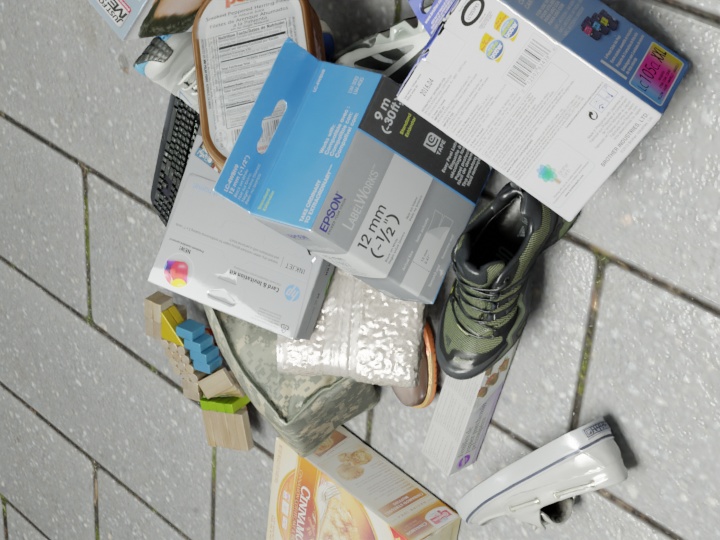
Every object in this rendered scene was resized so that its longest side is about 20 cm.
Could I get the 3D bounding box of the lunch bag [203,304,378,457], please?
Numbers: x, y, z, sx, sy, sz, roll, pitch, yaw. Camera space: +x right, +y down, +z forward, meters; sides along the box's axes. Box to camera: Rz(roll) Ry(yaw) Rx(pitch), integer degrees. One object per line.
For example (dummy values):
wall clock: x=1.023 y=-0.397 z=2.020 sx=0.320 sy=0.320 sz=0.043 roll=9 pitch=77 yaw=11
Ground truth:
lunch bag: x=-0.080 y=0.062 z=1.442 sx=0.200 sy=0.118 sz=0.164 roll=51 pitch=172 yaw=17

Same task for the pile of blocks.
pile of blocks: x=-0.163 y=0.103 z=1.653 sx=0.082 sy=0.062 sz=0.200 roll=-25 pitch=97 yaw=40

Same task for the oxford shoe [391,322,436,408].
oxford shoe: x=0.010 y=0.043 z=1.401 sx=0.071 sy=0.073 sz=0.200 roll=-18 pitch=95 yaw=51

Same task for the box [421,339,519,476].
box: x=0.102 y=0.101 z=1.351 sx=0.041 sy=0.039 sz=0.200 roll=41 pitch=135 yaw=30

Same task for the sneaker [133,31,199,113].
sneaker: x=-0.149 y=-0.185 z=1.420 sx=0.075 sy=0.200 sz=0.087 roll=-43 pitch=84 yaw=7

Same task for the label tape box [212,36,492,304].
label tape box: x=0.000 y=-0.079 z=1.211 sx=0.066 sy=0.200 sz=0.143 roll=9 pitch=71 yaw=56

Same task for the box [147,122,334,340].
box: x=-0.085 y=-0.058 z=1.308 sx=0.156 sy=0.041 sz=0.200 roll=20 pitch=94 yaw=21

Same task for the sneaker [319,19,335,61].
sneaker: x=-0.046 y=-0.131 z=1.373 sx=0.111 sy=0.077 sz=0.200 roll=56 pitch=145 yaw=23

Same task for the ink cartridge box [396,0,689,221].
ink cartridge box: x=0.120 y=-0.150 z=1.114 sx=0.200 sy=0.076 sz=0.136 roll=34 pitch=137 yaw=-2

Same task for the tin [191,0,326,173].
tin: x=-0.084 y=-0.163 z=1.273 sx=0.042 sy=0.112 sz=0.200 roll=66 pitch=-166 yaw=-66

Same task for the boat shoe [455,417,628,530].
boat shoe: x=0.160 y=0.194 z=1.312 sx=0.200 sy=0.072 sz=0.066 roll=-39 pitch=73 yaw=43

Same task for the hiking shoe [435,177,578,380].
hiking shoe: x=0.099 y=0.003 z=1.220 sx=0.076 sy=0.101 sz=0.200 roll=37 pitch=114 yaw=31

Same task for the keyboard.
keyboard: x=-0.177 y=-0.107 z=1.589 sx=0.127 sy=0.021 sz=0.200 roll=44 pitch=138 yaw=27

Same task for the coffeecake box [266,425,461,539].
coffeecake box: x=-0.002 y=0.267 z=1.531 sx=0.200 sy=0.073 sz=0.154 roll=33 pitch=130 yaw=34

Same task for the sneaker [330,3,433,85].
sneaker: x=0.044 y=-0.164 z=1.256 sx=0.200 sy=0.074 sz=0.089 roll=-17 pitch=94 yaw=52

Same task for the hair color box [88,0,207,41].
hair color box: x=-0.139 y=-0.289 z=1.255 sx=0.061 sy=0.099 sz=0.200 roll=50 pitch=125 yaw=14

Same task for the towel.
towel: x=0.000 y=0.000 z=1.321 sx=0.132 sy=0.034 sz=0.200 roll=6 pitch=89 yaw=13
